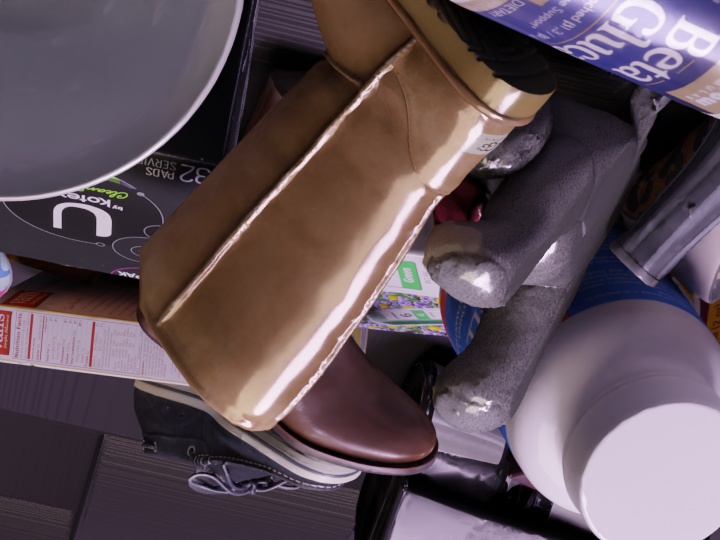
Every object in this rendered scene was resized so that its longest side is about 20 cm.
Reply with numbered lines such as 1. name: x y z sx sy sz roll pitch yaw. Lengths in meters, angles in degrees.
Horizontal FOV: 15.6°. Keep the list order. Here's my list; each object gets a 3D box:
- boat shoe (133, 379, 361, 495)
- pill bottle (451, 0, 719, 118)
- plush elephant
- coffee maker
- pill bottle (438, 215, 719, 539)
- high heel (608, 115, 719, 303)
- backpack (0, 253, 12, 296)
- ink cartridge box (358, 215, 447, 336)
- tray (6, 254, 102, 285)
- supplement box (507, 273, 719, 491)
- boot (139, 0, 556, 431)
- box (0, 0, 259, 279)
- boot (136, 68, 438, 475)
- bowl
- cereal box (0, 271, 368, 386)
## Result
1. boat shoe: -0.064 0.097 1.468 0.075 0.062 0.200 1 -171 -36
2. pill bottle: 0.129 -0.124 1.026 0.200 0.111 0.111 21 155 -23
3. plush elephant: 0.039 -0.060 1.175 0.155 0.200 0.165 28 163 17
4. coffee maker: 0.099 0.170 1.618 0.200 0.192 0.135 15 173 -7
5. pill bottle: 0.114 0.049 1.264 0.112 0.112 0.200 21 -162 -24
6. high heel: 0.190 -0.055 1.250 0.071 0.143 0.200 45 -169 6
7. backpack: -0.289 -0.017 1.385 0.200 0.151 0.178 54 149 0
8. ink cartridge box: 0.003 -0.009 1.422 0.200 0.050 0.109 5 156 11
9. tray: -0.160 -0.050 1.420 0.099 0.037 0.200 18 157 -16
10. supplement box: 0.175 0.058 1.426 0.086 0.110 0.200 22 154 -24
11. boot: -0.033 -0.061 1.085 0.066 0.175 0.200 0 140 -51
12. box: -0.154 -0.089 1.215 0.200 0.124 0.149 10 156 -2
13. boot: 0.000 0.000 1.336 0.186 0.064 0.200 28 128 -9
14. bowl: -0.145 -0.134 1.084 0.201 0.201 0.090 11 -167 -2
15. cereal box: -0.104 0.036 1.507 0.200 0.040 0.144 7 -171 8
